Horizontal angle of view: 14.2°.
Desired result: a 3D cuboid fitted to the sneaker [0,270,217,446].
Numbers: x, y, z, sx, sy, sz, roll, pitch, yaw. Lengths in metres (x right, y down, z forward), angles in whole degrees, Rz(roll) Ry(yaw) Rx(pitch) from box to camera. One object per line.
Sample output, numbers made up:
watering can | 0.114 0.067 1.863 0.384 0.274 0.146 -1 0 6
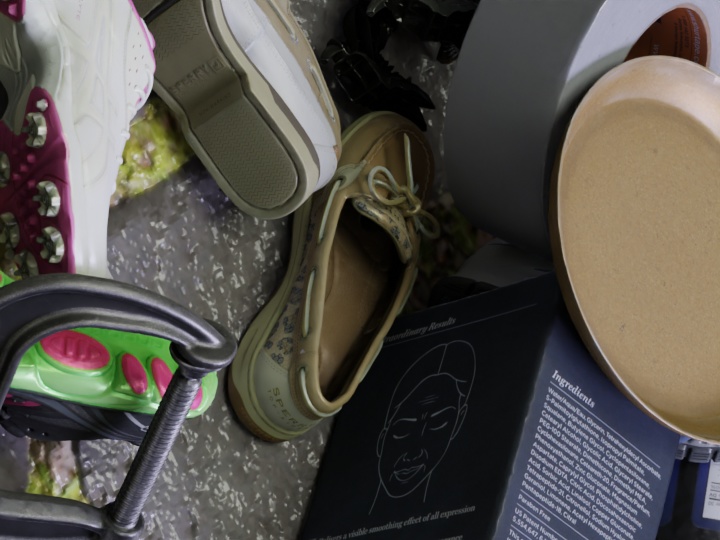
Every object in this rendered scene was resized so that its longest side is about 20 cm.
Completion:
sneaker | -0.165 0.041 1.307 0.199 0.084 0.077 20 48 -19

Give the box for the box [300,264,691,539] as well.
box | 0.061 0.120 1.446 0.107 0.148 0.201 37 55 -30

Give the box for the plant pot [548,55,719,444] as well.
plant pot | 0.161 -0.008 1.456 0.200 0.027 0.201 16 66 -39

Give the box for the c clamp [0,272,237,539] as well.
c clamp | -0.113 0.074 1.284 0.170 0.200 0.027 6 44 -15

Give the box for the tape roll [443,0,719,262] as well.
tape roll | 0.129 -0.101 1.521 0.200 0.066 0.201 -36 140 -38

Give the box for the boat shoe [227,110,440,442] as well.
boat shoe | 0.000 0.000 1.481 0.073 0.063 0.200 38 57 -27

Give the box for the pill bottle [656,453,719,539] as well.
pill bottle | 0.190 0.133 1.591 0.112 0.112 0.201 31 58 -33

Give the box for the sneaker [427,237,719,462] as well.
sneaker | 0.139 0.033 1.548 0.199 0.075 0.087 26 41 8

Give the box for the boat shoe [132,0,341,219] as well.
boat shoe | -0.076 -0.124 1.451 0.200 0.075 0.068 62 32 -11

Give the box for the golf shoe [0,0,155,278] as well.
golf shoe | -0.130 -0.078 1.370 0.091 0.075 0.201 -2 80 -35

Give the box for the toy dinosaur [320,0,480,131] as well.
toy dinosaur | 0.026 -0.156 1.555 0.199 0.102 0.136 7 52 -6
